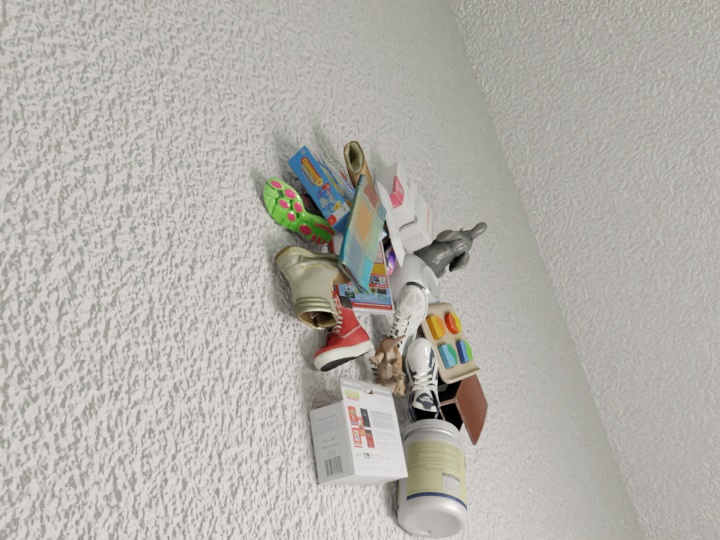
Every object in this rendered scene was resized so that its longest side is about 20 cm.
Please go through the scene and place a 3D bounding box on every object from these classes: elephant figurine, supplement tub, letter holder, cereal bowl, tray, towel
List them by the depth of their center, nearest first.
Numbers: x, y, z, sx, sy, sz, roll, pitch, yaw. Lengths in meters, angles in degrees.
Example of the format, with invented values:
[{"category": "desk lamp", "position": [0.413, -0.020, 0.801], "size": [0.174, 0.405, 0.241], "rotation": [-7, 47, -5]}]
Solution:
[{"category": "towel", "position": [0.007, -0.073, 1.433], "size": [0.147, 0.021, 0.204], "rotation": [52, 47, -56]}, {"category": "supplement tub", "position": [0.149, 0.431, 1.450], "size": [0.145, 0.143, 0.203], "rotation": [47, 33, -34]}, {"category": "tray", "position": [0.077, -0.118, 1.725], "size": [0.108, 0.022, 0.204], "rotation": [63, 12, -55]}, {"category": "letter holder", "position": [0.242, 0.343, 1.751], "size": [0.145, 0.099, 0.200], "rotation": [64, 26, -10]}, {"category": "cereal bowl", "position": [0.153, 0.046, 1.830], "size": [0.200, 0.082, 0.204], "rotation": [45, 33, -40]}, {"category": "elephant figurine", "position": [0.258, -0.067, 1.985], "size": [0.141, 0.197, 0.158], "rotation": [37, 39, -45]}]

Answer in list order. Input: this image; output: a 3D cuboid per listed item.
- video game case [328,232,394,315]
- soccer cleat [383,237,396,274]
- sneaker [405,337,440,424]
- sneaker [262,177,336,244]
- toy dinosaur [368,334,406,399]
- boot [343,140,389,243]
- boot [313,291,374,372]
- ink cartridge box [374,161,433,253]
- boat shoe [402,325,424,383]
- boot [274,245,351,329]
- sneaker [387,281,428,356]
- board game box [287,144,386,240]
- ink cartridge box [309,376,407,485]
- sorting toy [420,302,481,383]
[{"category": "video game case", "position": [0.000, 0.000, 1.575], "size": [0.140, 0.017, 0.205], "rotation": [7, 60, -31]}, {"category": "soccer cleat", "position": [0.052, -0.004, 1.698], "size": [0.074, 0.067, 0.201], "rotation": [65, 24, -24]}, {"category": "sneaker", "position": [0.141, 0.260, 1.543], "size": [0.130, 0.077, 0.205], "rotation": [-136, -127, -82]}, {"category": "sneaker", "position": [-0.133, -0.125, 1.444], "size": [0.199, 0.077, 0.084], "rotation": [41, 11, -40]}, {"category": "toy dinosaur", "position": [0.060, 0.198, 1.477], "size": [0.136, 0.084, 0.205], "rotation": [-67, 163, -60]}, {"category": "boot", "position": [0.010, -0.181, 1.679], "size": [0.201, 0.065, 0.178], "rotation": [70, 0, -59]}, {"category": "boot", "position": [-0.056, 0.116, 1.397], "size": [0.147, 0.072, 0.199], "rotation": [64, 24, 7]}, {"category": "ink cartridge box", "position": [0.120, -0.173, 1.934], "size": [0.201, 0.084, 0.148], "rotation": [49, 32, -30]}, {"category": "boat shoe", "position": [0.136, 0.219, 1.688], "size": [0.057, 0.065, 0.205], "rotation": [53, 26, -61]}, {"category": "boot", "position": [-0.070, 0.041, 1.371], "size": [0.198, 0.072, 0.157], "rotation": [14, 44, -46]}, {"category": "sneaker", "position": [0.099, 0.132, 1.577], "size": [0.116, 0.074, 0.204], "rotation": [-56, 161, -55]}, {"category": "board game box", "position": [-0.048, -0.156, 1.531], "size": [0.197, 0.056, 0.199], "rotation": [55, 13, 24]}, {"category": "ink cartridge box", "position": [-0.005, 0.307, 1.319], "size": [0.199, 0.082, 0.180], "rotation": [27, 47, -54]}, {"category": "sorting toy", "position": [0.220, 0.171, 1.727], "size": [0.183, 0.036, 0.204], "rotation": [-4, 65, -55]}]
